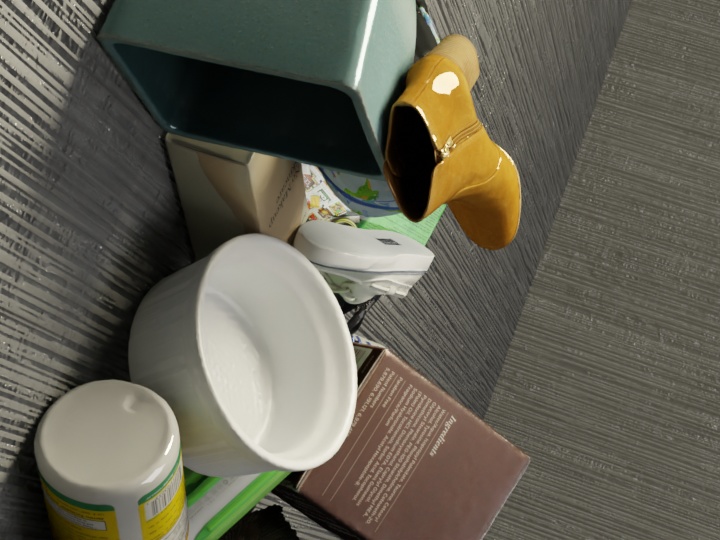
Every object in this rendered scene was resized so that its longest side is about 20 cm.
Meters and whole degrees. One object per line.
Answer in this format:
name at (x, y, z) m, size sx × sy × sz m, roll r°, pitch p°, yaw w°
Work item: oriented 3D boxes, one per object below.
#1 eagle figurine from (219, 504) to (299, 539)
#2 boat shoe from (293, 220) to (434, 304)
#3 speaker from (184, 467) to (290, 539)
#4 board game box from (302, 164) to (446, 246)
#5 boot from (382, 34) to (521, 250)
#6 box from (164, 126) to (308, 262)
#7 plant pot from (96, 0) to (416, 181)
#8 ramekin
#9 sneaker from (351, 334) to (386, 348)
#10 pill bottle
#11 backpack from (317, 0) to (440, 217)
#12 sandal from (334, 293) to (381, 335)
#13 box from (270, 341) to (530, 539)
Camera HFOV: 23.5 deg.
eagle figurine at (-0.124, 0.297, 1.728) m, size 0.152 × 0.151 × 0.200 m, roll -62°, pitch 174°, yaw 6°
boat shoe at (0.000, 0.000, 1.609) m, size 0.200 × 0.074 × 0.065 m, roll 8°, pitch 113°, yaw -54°
speaker at (-0.124, 0.186, 1.580) m, size 0.200 × 0.088 × 0.088 m, roll -42°, pitch 160°, yaw -7°
board game box at (-0.010, -0.058, 1.659) m, size 0.200 × 0.023 × 0.105 m, roll 29°, pitch 88°, yaw -40°
boot at (0.065, -0.070, 1.343) m, size 0.144 × 0.071 × 0.202 m, roll -57°, pitch 140°, yaw -49°
box at (-0.102, -0.078, 1.483) m, size 0.200 × 0.078 × 0.095 m, roll 83°, pitch 28°, yaw -60°
plant pot at (-0.054, -0.208, 1.297) m, size 0.196 × 0.196 × 0.201 m, roll 60°, pitch 44°, yaw -72°
ramekin at (-0.101, 0.078, 1.450) m, size 0.200 × 0.098 × 0.201 m, roll 27°, pitch 55°, yaw -45°
sneaker at (-0.026, 0.085, 1.911) m, size 0.199 × 0.115 × 0.081 m, roll 70°, pitch 39°, yaw -69°
pill bottle at (-0.196, 0.189, 1.393) m, size 0.200 × 0.112 × 0.113 m, roll 91°, pitch 22°, yaw -49°
backpack at (0.013, -0.142, 1.488) m, size 0.200 × 0.163 × 0.154 m, roll -126°, pitch -151°, yaw -57°
sandal at (0.003, 0.026, 1.752) m, size 0.076 × 0.043 × 0.200 m, roll -48°, pitch 174°, yaw 38°
box at (0.021, 0.190, 1.712) m, size 0.164 × 0.200 × 0.166 m, roll -57°, pitch -160°, yaw -12°
